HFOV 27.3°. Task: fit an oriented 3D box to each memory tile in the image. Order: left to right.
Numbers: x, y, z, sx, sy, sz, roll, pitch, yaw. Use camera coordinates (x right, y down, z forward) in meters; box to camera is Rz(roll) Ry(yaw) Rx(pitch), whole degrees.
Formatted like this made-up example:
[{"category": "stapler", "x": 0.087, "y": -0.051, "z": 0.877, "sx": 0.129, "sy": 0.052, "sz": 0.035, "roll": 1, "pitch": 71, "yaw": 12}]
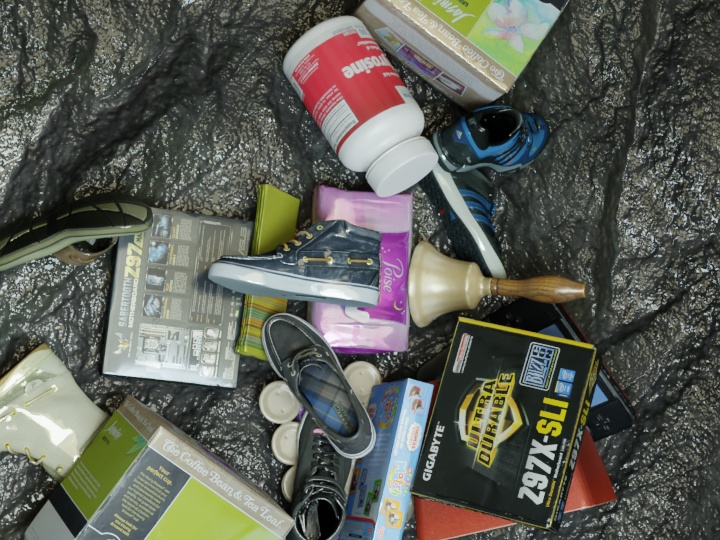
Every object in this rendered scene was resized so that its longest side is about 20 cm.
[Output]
[{"category": "memory tile", "x": -0.026, "y": 0.213, "z": 1.732, "sx": 0.153, "sy": 0.017, "sz": 0.200, "roll": -14, "pitch": 86, "yaw": -15}]

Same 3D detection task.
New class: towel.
[{"category": "towel", "x": -0.108, "y": 0.004, "z": 1.740, "sx": 0.018, "sy": 0.086, "sz": 0.200, "roll": 2, "pitch": 80, "yaw": 26}]

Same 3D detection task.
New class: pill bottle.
[{"category": "pill bottle", "x": 0.003, "y": -0.190, "z": 1.742, "sx": 0.112, "sy": 0.112, "sz": 0.200, "roll": -28, "pitch": 74, "yaw": -16}]

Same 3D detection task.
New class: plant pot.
[{"category": "plant pot", "x": 0.163, "y": 0.201, "z": 1.694, "sx": 0.200, "sy": 0.200, "sz": 0.176, "roll": -15, "pitch": 79, "yaw": 15}]

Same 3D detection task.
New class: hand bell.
[{"category": "hand bell", "x": 0.166, "y": 0.018, "z": 1.740, "sx": 0.200, "sy": 0.104, "sz": 0.104, "roll": 1, "pitch": 82, "yaw": 21}]

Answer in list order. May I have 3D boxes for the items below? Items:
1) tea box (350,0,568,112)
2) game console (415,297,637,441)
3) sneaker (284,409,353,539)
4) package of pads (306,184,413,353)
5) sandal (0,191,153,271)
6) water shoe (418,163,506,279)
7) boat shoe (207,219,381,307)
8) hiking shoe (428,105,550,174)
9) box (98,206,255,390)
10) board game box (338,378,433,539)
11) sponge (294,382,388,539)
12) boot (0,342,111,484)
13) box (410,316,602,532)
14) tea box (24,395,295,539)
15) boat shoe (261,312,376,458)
[{"category": "tea box", "x": 0.128, "y": -0.333, "z": 1.797, "sx": 0.200, "sy": 0.134, "sz": 0.197, "roll": 35, "pitch": 77, "yaw": -8}, {"category": "game console", "x": 0.198, "y": 0.151, "z": 1.779, "sx": 0.119, "sy": 0.172, "sz": 0.200, "roll": -39, "pitch": 95, "yaw": -42}, {"category": "sneaker", "x": -0.038, "y": 0.226, "z": 1.668, "sx": 0.071, "sy": 0.099, "sz": 0.200, "roll": 14, "pitch": 78, "yaw": -10}, {"category": "package of pads", "x": 0.000, "y": 0.000, "z": 1.763, "sx": 0.120, "sy": 0.076, "sz": 0.200, "roll": 4, "pitch": 82, "yaw": -11}, {"category": "sandal", "x": -0.324, "y": -0.036, "z": 1.675, "sx": 0.201, "sy": 0.080, "sz": 0.057, "roll": -15, "pitch": 123, "yaw": 11}, {"category": "water shoe", "x": 0.141, "y": -0.075, "z": 1.811, "sx": 0.079, "sy": 0.071, "sz": 0.200, "roll": -29, "pitch": 92, "yaw": -21}, {"category": "boat shoe", "x": -0.072, "y": -0.015, "z": 1.680, "sx": 0.200, "sy": 0.071, "sz": 0.091, "roll": 9, "pitch": 79, "yaw": -18}, {"category": "hiking shoe", "x": 0.176, "y": -0.161, "z": 1.790, "sx": 0.200, "sy": 0.087, "sz": 0.074, "roll": -17, "pitch": 80, "yaw": -45}, {"category": "box", "x": -0.212, "y": 0.031, "z": 1.717, "sx": 0.158, "sy": 0.051, "sz": 0.200, "roll": 7, "pitch": 82, "yaw": -15}, {"category": "board game box", "x": 0.025, "y": 0.224, "z": 1.656, "sx": 0.037, "sy": 0.151, "sz": 0.200, "roll": 14, "pitch": 80, "yaw": -12}, {"category": "sponge", "x": -0.020, "y": 0.233, "z": 1.754, "sx": 0.111, "sy": 0.030, "sz": 0.200, "roll": 0, "pitch": 84, "yaw": -15}, {"category": "boot", "x": -0.374, "y": 0.199, "z": 1.647, "sx": 0.200, "sy": 0.072, "sz": 0.155, "roll": -45, "pitch": 98, "yaw": -15}, {"category": "box", "x": 0.156, "y": 0.164, "z": 1.585, "sx": 0.160, "sy": 0.049, "sz": 0.200, "roll": 12, "pitch": 77, "yaw": 22}, {"category": "tea box", "x": -0.218, "y": 0.279, "z": 1.608, "sx": 0.200, "sy": 0.134, "sz": 0.197, "roll": 41, "pitch": 83, "yaw": -26}, {"category": "boat shoe", "x": -0.052, "y": 0.121, "z": 1.656, "sx": 0.070, "sy": 0.066, "sz": 0.200, "roll": -30, "pitch": 66, "yaw": -3}]
